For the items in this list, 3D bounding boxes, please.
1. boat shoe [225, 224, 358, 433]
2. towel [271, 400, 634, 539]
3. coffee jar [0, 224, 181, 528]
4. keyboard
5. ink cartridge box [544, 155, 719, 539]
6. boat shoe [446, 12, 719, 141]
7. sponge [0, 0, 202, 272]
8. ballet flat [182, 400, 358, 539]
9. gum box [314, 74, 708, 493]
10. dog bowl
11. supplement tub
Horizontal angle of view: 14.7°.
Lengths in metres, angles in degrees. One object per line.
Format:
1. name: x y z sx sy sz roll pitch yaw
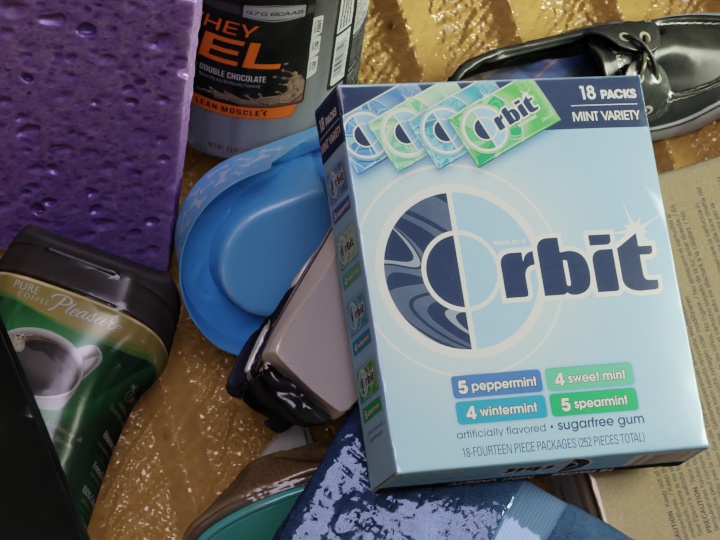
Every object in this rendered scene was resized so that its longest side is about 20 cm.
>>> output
1. boat shoe: 0.000 0.000 1.462 0.075 0.093 0.200 43 66 -10
2. towel: 0.058 0.152 1.401 0.200 0.049 0.112 30 80 8
3. coffee jar: -0.172 0.079 1.463 0.104 0.085 0.201 20 71 10
4. keyboard: -0.211 0.091 1.406 0.104 0.040 0.200 -13 62 -23
5. ink cartridge box: 0.169 0.052 1.489 0.164 0.075 0.201 -16 83 -14
6. boat shoe: 0.138 -0.107 1.568 0.199 0.057 0.069 -15 73 -9
7. sponge: -0.145 -0.083 1.469 0.111 0.200 0.030 11 43 1
8. ballet flat: -0.003 0.101 1.478 0.199 0.068 0.072 -21 46 5
9. gum box: 0.075 0.004 1.406 0.169 0.045 0.201 -3 73 -19
10. dog bowl: -0.010 -0.029 1.508 0.199 0.112 0.050 -21 29 -11
11. supplement tub: -0.053 -0.162 1.484 0.122 0.200 0.123 3 50 -4
